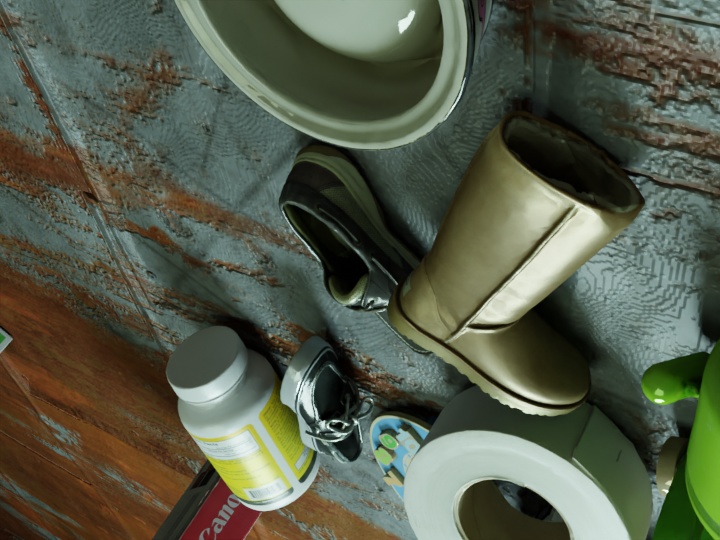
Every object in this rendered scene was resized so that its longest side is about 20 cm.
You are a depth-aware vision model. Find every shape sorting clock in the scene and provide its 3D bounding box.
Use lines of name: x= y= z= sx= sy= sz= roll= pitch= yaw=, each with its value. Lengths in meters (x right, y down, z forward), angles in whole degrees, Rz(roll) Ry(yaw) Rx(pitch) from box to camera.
shape sorting clock: x=0.082 y=0.224 z=0.931 sx=0.199 sy=0.039 sz=0.202 roll=33 pitch=144 yaw=27

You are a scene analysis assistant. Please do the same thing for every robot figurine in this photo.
robot figurine: x=0.255 y=0.101 z=0.546 sx=0.175 sy=0.115 sz=0.201 roll=43 pitch=159 yaw=36

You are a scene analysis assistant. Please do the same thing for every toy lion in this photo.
toy lion: x=0.249 y=0.255 z=0.684 sx=0.068 sy=0.193 sz=0.201 roll=5 pitch=137 yaw=40

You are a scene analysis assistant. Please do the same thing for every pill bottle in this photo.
pill bottle: x=-0.128 y=0.159 z=1.010 sx=0.111 sy=0.113 sz=0.202 roll=10 pitch=139 yaw=36

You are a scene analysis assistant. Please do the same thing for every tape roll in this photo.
tape roll: x=0.138 y=0.193 z=0.775 sx=0.200 sy=0.071 sz=0.205 roll=16 pitch=126 yaw=24

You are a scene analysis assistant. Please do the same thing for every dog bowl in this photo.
dog bowl: x=-0.014 y=-0.166 z=0.503 sx=0.198 sy=0.074 sz=0.201 roll=26 pitch=147 yaw=18

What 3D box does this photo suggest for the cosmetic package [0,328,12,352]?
cosmetic package: x=-0.659 y=0.085 z=1.448 sx=0.200 sy=0.108 sz=0.085 roll=43 pitch=148 yaw=-14

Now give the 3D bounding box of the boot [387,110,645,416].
boot: x=0.120 y=0.010 z=0.610 sx=0.173 sy=0.067 sz=0.201 roll=24 pitch=142 yaw=-8

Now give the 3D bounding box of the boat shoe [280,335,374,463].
boat shoe: x=-0.029 y=0.137 z=0.917 sx=0.067 sy=0.074 sz=0.201 roll=28 pitch=148 yaw=21

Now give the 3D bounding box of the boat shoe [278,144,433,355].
boat shoe: x=0.000 y=0.000 z=0.714 sx=0.071 sy=0.066 sz=0.202 roll=-2 pitch=132 yaw=45

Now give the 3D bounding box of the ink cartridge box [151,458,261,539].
ink cartridge box: x=-0.186 y=0.316 z=1.189 sx=0.084 sy=0.201 sz=0.175 roll=39 pitch=150 yaw=-8

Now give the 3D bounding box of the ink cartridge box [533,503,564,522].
ink cartridge box: x=0.244 y=0.314 z=0.915 sx=0.198 sy=0.047 sz=0.199 roll=30 pitch=147 yaw=7
